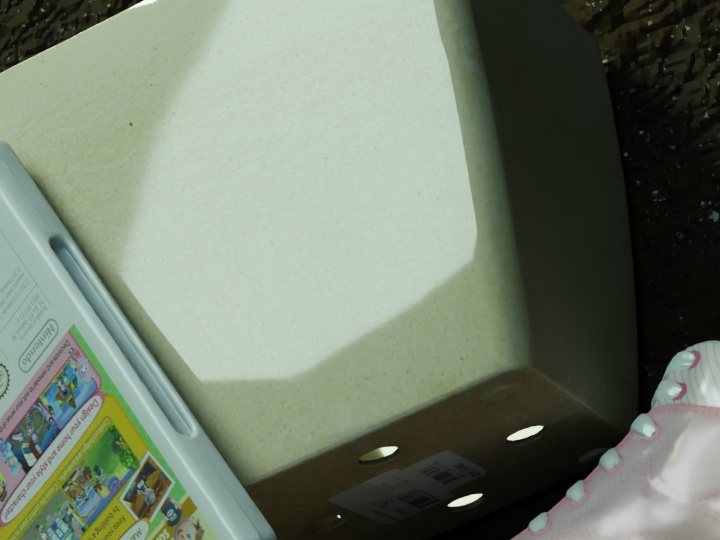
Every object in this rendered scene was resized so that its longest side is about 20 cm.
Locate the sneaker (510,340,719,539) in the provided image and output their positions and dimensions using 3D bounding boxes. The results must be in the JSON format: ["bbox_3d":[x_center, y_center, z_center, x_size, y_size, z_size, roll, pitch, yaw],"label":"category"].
[{"bbox_3d":[0.101,0.089,0.956,0.200,0.075,0.105,-15,60,9],"label":"sneaker"}]

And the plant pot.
[{"bbox_3d":[0.000,0.000,1.002,0.200,0.200,0.177,-26,66,15],"label":"plant pot"}]

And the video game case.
[{"bbox_3d":[-0.134,0.084,0.972,0.182,0.022,0.200,54,127,19],"label":"video game case"}]
